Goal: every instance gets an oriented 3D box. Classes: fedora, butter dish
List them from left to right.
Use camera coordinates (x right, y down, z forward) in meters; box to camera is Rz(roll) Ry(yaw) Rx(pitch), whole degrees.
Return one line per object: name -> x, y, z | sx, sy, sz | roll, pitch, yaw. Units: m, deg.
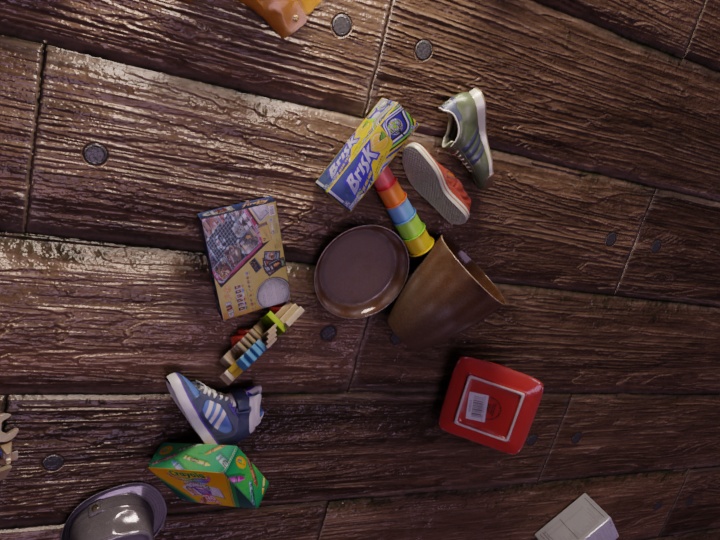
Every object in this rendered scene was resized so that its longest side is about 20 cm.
fedora -> -0.466, 0.510, 1.229 | 0.199, 0.090, 0.177 | -16, 119, -20
butter dish -> 0.302, 0.287, 1.486 | 0.199, 0.148, 0.201 | 17, 110, 11

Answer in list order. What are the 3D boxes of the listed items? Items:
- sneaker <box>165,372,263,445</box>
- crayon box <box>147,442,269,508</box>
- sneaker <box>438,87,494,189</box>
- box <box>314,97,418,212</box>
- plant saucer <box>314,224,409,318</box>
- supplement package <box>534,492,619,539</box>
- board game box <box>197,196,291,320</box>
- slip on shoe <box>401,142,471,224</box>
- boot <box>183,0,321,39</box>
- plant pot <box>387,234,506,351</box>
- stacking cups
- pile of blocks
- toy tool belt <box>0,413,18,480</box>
sneaker -> -0.264, 0.241, 1.224 | 0.146, 0.080, 0.201 | -35, 117, -22
crayon box -> -0.286, 0.383, 1.207 | 0.119, 0.199, 0.058 | 60, 38, -32
sneaker -> 0.198, -0.242, 1.239 | 0.090, 0.067, 0.201 | -18, 119, -9
box -> 0.010, -0.208, 1.153 | 0.064, 0.070, 0.200 | 36, 93, -31
plant saucer -> 0.000, 0.000, 1.261 | 0.199, 0.032, 0.201 | -9, 117, -19
supplement package -> 0.632, 0.775, 1.881 | 0.200, 0.114, 0.110 | -36, 122, -6
board game box -> -0.205, -0.021, 1.152 | 0.135, 0.035, 0.201 | -16, 118, -20
slip on shoe -> 0.150, -0.174, 1.248 | 0.200, 0.074, 0.061 | 44, 54, -28
boot -> -0.158, -0.413, 0.975 | 0.201, 0.071, 0.144 | -39, 121, -12
plant pot -> 0.156, 0.064, 1.302 | 0.200, 0.187, 0.187 | -44, 125, 15
stacking cups -> 0.072, -0.116, 1.234 | 0.060, 0.061, 0.200 | -39, 122, -6
pile of blocks -> -0.196, 0.123, 1.196 | 0.200, 0.082, 0.062 | -45, 94, -5
toy tool belt -> -0.623, 0.280, 1.048 | 0.123, 0.125, 0.201 | -14, 126, -56
